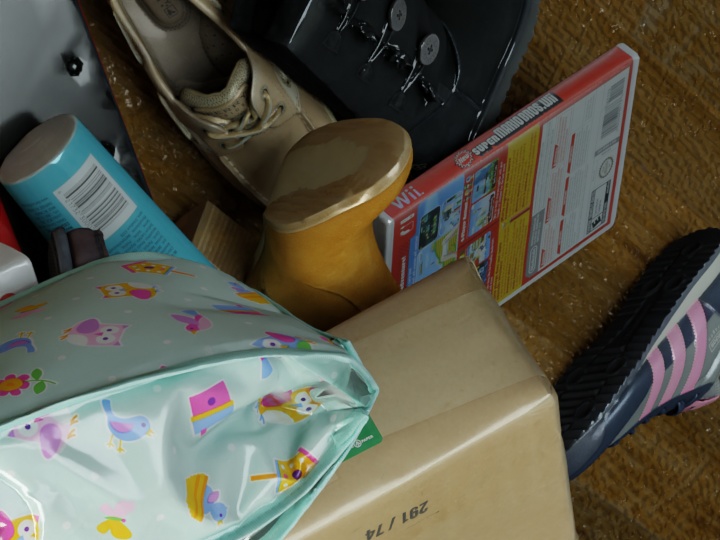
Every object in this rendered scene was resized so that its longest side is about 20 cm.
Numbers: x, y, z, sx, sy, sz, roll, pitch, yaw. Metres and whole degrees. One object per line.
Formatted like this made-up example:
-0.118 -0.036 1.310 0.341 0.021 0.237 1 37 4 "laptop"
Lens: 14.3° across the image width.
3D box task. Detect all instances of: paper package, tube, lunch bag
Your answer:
0.004 0.115 1.502 0.199 0.104 0.191 -28 148 -9 "paper package"
-0.108 0.007 1.493 0.077 0.050 0.200 -32 117 12 "tube"
-0.107 0.069 1.322 0.199 0.170 0.123 -22 110 -19 "lunch bag"

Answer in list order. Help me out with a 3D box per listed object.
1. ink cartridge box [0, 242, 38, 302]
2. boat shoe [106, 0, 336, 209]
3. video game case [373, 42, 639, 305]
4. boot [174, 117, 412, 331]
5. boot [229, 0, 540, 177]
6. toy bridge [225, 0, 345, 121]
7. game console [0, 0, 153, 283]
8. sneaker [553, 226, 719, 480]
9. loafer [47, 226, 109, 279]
-0.239 0.088 1.405 0.199 0.084 0.146 -26 111 -24 "ink cartridge box"
-0.074 -0.094 1.523 0.071 0.065 0.200 -36 111 13 "boat shoe"
0.079 -0.031 1.630 0.200 0.017 0.143 -34 148 -29 "video game case"
-0.001 0.001 1.520 0.144 0.201 0.071 40 51 -24 "boot"
0.017 -0.156 1.554 0.200 0.065 0.166 35 61 -49 "boot"
-0.012 -0.075 1.605 0.067 0.027 0.201 -42 116 -27 "toy bridge"
-0.201 -0.056 1.477 0.176 0.031 0.201 -28 108 -25 "game console"
0.177 0.069 1.722 0.200 0.070 0.082 -48 115 -21 "sneaker"
-0.121 0.051 1.468 0.063 0.072 0.201 -9 135 -7 "loafer"
